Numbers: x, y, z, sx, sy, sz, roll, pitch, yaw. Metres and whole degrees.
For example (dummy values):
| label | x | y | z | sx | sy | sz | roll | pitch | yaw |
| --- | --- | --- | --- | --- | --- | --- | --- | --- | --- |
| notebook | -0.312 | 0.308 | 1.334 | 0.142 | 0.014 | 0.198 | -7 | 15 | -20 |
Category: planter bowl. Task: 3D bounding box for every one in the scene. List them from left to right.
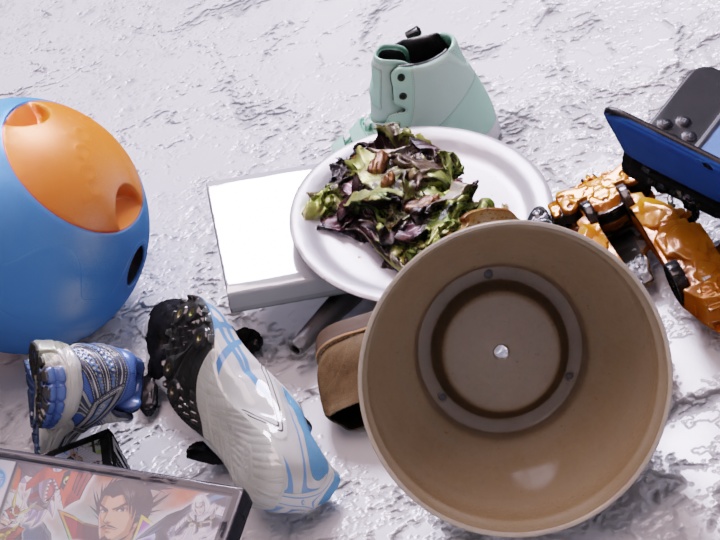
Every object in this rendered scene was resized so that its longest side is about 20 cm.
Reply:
| label | x | y | z | sx | sy | sz | roll | pitch | yaw |
| --- | --- | --- | --- | --- | --- | --- | --- | --- | --- |
| planter bowl | 0.097 | 0.061 | 1.593 | 0.199 | 0.202 | 0.135 | -23 | 7 | 2 |

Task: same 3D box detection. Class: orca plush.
| label | x | y | z | sx | sy | sz | roll | pitch | yaw |
| --- | --- | --- | --- | --- | --- | --- | --- | --- | --- |
| orca plush | -0.129 | 0.067 | 1.807 | 0.104 | 0.071 | 0.201 | -19 | 34 | 8 |

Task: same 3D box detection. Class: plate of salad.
| label | x | y | z | sx | sy | sz | roll | pitch | yaw |
| --- | --- | --- | --- | --- | --- | --- | --- | --- | --- |
| plate of salad | 0.045 | -0.050 | 1.813 | 0.198 | 0.048 | 0.201 | -3 | 43 | 3 |

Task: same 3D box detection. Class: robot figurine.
| label | x | y | z | sx | sy | sz | roll | pitch | yaw |
| --- | --- | --- | --- | --- | --- | --- | --- | --- | --- |
| robot figurine | 0.194 | -0.006 | 1.718 | 0.144 | 0.058 | 0.200 | -24 | 34 | 0 |

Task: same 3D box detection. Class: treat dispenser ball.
| label | x | y | z | sx | sy | sz | roll | pitch | yaw |
| --- | --- | --- | --- | --- | --- | --- | --- | --- | --- |
| treat dispenser ball | -0.265 | -0.035 | 1.915 | 0.199 | 0.202 | 0.202 | -16 | 34 | 12 |

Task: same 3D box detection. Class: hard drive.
| label | x | y | z | sx | sy | sz | roll | pitch | yaw |
| --- | --- | --- | --- | --- | --- | --- | --- | --- | --- |
| hard drive | -0.011 | -0.035 | 1.856 | 0.198 | 0.026 | 0.132 | -10 | 43 | -4 |

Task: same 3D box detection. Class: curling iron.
| label | x | y | z | sx | sy | sz | roll | pitch | yaw |
| --- | --- | --- | --- | --- | --- | --- | --- | --- | --- |
| curling iron | 0.000 | 0.000 | 1.859 | 0.049 | 0.026 | 0.200 | 8 | 44 | 29 |

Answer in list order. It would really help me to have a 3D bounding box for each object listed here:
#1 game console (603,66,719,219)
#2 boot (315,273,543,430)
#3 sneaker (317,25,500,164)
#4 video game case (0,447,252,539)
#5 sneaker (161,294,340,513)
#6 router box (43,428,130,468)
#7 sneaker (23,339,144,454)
| label | x | y | z | sx | sy | sz | roll | pitch | yaw |
| --- | --- | --- | --- | --- | --- | --- | --- | --- | --- |
| game console | 0.282 | -0.081 | 1.650 | 0.199 | 0.119 | 0.171 | 29 | 55 | 18 |
| boot | 0.055 | 0.055 | 1.708 | 0.199 | 0.074 | 0.076 | -26 | 42 | 27 |
| sneaker | 0.003 | -0.117 | 1.936 | 0.199 | 0.119 | 0.074 | -28 | 35 | -3 |
| video game case | -0.190 | 0.213 | 1.614 | 0.198 | 0.026 | 0.182 | 7 | 59 | 22 |
| sneaker | -0.081 | 0.096 | 1.715 | 0.072 | 0.072 | 0.200 | -55 | 47 | 25 |
| router box | -0.253 | 0.206 | 1.711 | 0.199 | 0.051 | 0.150 | -21 | 35 | 4 |
| sneaker | -0.199 | 0.093 | 1.775 | 0.084 | 0.078 | 0.200 | -6 | -7 | -12 |
